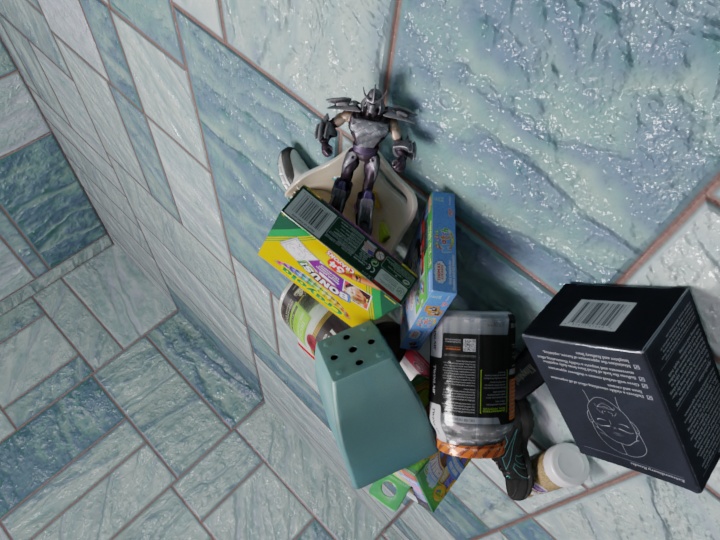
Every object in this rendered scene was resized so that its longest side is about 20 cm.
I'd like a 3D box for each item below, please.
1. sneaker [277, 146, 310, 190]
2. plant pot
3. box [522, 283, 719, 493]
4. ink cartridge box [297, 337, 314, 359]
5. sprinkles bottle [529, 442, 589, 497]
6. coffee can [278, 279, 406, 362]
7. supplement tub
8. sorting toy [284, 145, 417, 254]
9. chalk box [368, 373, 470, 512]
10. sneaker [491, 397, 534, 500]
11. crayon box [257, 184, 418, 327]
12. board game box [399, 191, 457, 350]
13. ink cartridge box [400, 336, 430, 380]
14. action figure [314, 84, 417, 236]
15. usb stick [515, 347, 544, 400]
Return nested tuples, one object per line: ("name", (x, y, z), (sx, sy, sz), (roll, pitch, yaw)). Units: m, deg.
("sneaker", (-0.073, -0.132, 0.946), (0.080, 0.074, 0.200), (-27, 94, 25))
("plant pot", (0.013, 0.185, 0.800), (0.141, 0.141, 0.200), (-123, 15, -53))
("box", (0.307, 0.125, 0.616), (0.148, 0.107, 0.200), (2, 127, 57))
("ink cartridge box", (-0.087, 0.129, 1.247), (0.067, 0.116, 0.200), (38, 152, 22))
("sprinkles bottle", (0.324, 0.356, 0.951), (0.068, 0.068, 0.200), (43, 154, 14))
("coffee can", (-0.033, 0.099, 0.957), (0.200, 0.146, 0.147), (42, 155, 37))
("supplement tub", (0.160, 0.157, 0.777), (0.122, 0.122, 0.201), (-4, 83, 60))
("sorting toy", (0.007, -0.101, 0.815), (0.200, 0.107, 0.180), (50, 147, 1))
("chalk box", (0.093, 0.299, 0.896), (0.125, 0.200, 0.124), (19, 142, 42))
("sneaker", (0.249, 0.306, 0.924), (0.075, 0.079, 0.200), (-120, 23, -73))
("crayon box", (-0.040, -0.008, 0.779), (0.200, 0.058, 0.173), (38, 153, -5))
("board game box", (0.093, 0.008, 0.770), (0.037, 0.152, 0.200), (6, 151, -4))
("ink cartridge box", (0.136, 0.197, 1.016), (0.145, 0.084, 0.200), (47, 154, 6))
("action figure", (0.004, -0.146, 0.702), (0.130, 0.069, 0.200), (16, 131, 3))
("usb stick", (0.259, 0.146, 0.809), (0.055, 0.033, 0.200), (41, 154, 16))
